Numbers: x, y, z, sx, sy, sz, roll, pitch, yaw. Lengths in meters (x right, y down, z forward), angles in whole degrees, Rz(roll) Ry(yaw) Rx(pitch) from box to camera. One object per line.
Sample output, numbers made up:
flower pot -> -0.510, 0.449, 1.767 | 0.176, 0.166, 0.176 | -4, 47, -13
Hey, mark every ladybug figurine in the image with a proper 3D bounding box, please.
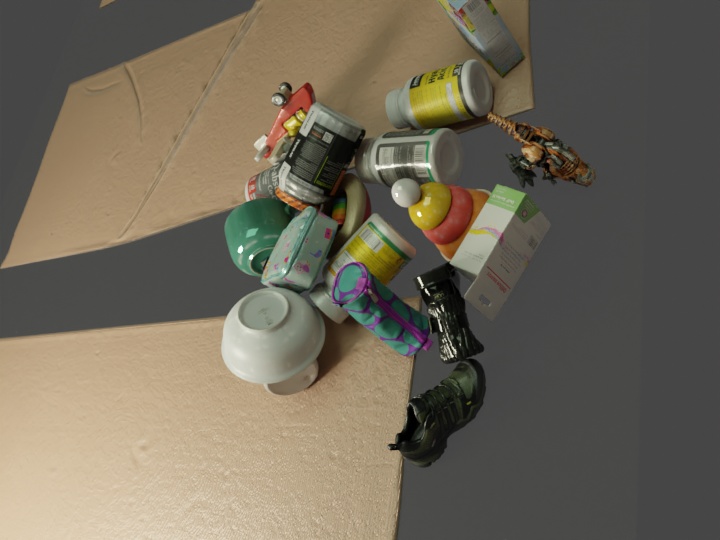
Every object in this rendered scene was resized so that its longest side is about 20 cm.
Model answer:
ladybug figurine -> -0.027, -0.106, 1.570 | 0.136, 0.072, 0.201 | -21, 54, 47

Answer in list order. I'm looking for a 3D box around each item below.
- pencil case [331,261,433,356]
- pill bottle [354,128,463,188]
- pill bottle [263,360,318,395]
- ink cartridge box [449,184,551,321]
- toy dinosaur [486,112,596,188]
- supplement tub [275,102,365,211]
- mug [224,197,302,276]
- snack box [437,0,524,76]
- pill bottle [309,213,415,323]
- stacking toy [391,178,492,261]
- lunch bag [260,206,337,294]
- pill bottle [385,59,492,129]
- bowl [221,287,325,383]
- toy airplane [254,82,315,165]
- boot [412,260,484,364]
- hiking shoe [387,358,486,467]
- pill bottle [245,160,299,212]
pencil case -> 0.038, 0.070, 1.337 | 0.092, 0.200, 0.085 | 17, 72, 53
pill bottle -> 0.093, -0.220, 1.522 | 0.200, 0.113, 0.113 | 5, 68, 40
pill bottle -> -0.162, 0.136, 1.517 | 0.113, 0.113, 0.200 | -39, 47, 13
ink cartridge box -> 0.227, -0.028, 1.302 | 0.067, 0.117, 0.200 | 27, 83, 43
toy dinosaur -> 0.312, -0.212, 1.325 | 0.102, 0.136, 0.200 | -35, 89, -2
supplement tub -> -0.084, -0.221, 1.538 | 0.123, 0.122, 0.200 | 42, 108, 44
mug -> -0.197, -0.071, 1.626 | 0.185, 0.152, 0.115 | -58, 39, 39
snack box -> 0.222, -0.501, 1.523 | 0.068, 0.200, 0.169 | -40, 46, 12
pill bottle -> 0.000, 0.000, 1.458 | 0.200, 0.113, 0.113 | -47, 46, 6
stacking toy -> 0.136, -0.110, 1.354 | 0.146, 0.200, 0.146 | -30, 47, 38
lunch bag -> -0.119, -0.038, 1.490 | 0.200, 0.077, 0.161 | -16, 50, 68
pill bottle -> 0.154, -0.344, 1.549 | 0.200, 0.111, 0.112 | -9, 60, 35
bowl -> -0.169, 0.099, 1.415 | 0.200, 0.091, 0.201 | -6, 48, 6
toy airplane -> -0.158, -0.314, 1.768 | 0.200, 0.141, 0.199 | -66, 7, -9
boot -> 0.151, 0.072, 1.312 | 0.079, 0.211, 0.158 | -25, 88, 14
hiking shoe -> 0.127, 0.224, 1.246 | 0.076, 0.101, 0.200 | 30, 85, 44
pill bottle -> -0.144, -0.188, 1.689 | 0.200, 0.116, 0.116 | -23, 53, 27
